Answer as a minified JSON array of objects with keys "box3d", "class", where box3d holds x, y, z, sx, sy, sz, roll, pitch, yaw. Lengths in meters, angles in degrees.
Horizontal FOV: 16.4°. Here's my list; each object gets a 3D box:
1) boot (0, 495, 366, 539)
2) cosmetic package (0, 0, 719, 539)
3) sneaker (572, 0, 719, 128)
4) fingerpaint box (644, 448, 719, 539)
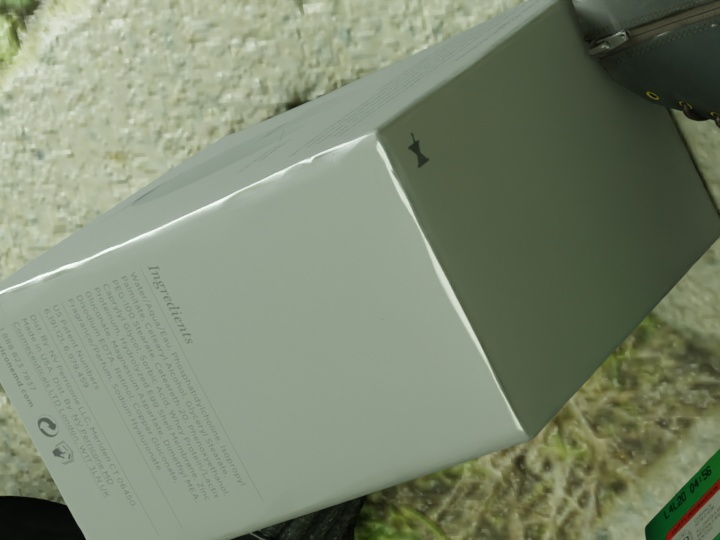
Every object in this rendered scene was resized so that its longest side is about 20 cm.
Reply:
[{"box3d":[-0.097,0.104,1.115,0.211,0.079,0.158,14,125,11],"class":"boot"},{"box3d":[0.000,0.000,0.943,0.200,0.199,0.123,-23,99,35],"class":"cosmetic package"},{"box3d":[0.168,-0.063,0.912,0.200,0.075,0.106,54,137,-2],"class":"sneaker"},{"box3d":[0.227,0.082,0.891,0.167,0.073,0.200,21,128,-21],"class":"fingerpaint box"}]
